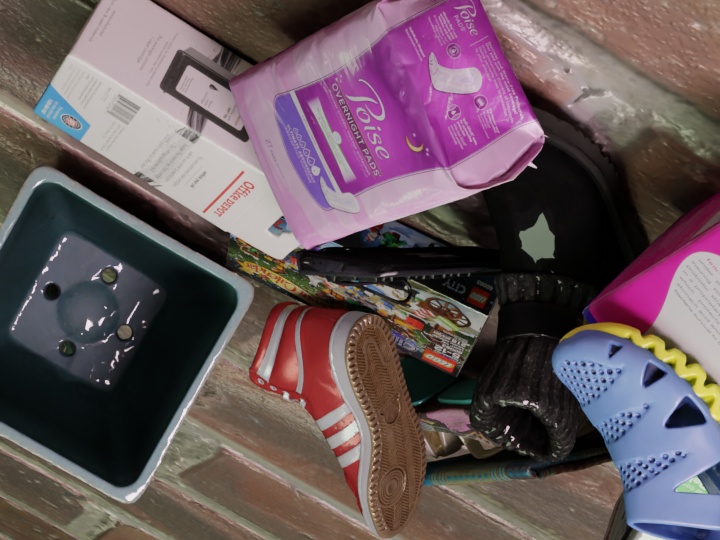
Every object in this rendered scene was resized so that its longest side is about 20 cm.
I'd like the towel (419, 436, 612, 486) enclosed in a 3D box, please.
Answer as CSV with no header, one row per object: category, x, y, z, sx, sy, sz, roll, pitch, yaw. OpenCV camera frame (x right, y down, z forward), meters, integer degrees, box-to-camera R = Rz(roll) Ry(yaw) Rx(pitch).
towel,0.129,0.152,1.516,0.146,0.022,0.200,-9,178,-32

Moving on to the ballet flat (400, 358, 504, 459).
ballet flat,0.075,0.113,1.501,0.200,0.069,0.071,2,119,60

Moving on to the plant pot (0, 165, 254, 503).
plant pot,-0.222,0.043,1.563,0.195,0.197,0.200,30,179,-9

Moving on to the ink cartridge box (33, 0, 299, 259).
ink cartridge box,-0.108,-0.097,1.292,0.199,0.068,0.116,32,157,-11

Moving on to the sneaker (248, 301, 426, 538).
sneaker,-0.019,0.110,1.485,0.112,0.071,0.201,13,127,37

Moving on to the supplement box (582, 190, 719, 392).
supplement box,0.226,0.006,1.076,0.101,0.103,0.200,49,157,0

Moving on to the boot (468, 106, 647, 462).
boot,0.102,0.010,1.171,0.079,0.158,0.211,12,154,39

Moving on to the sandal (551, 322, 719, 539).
sandal,0.179,0.115,1.091,0.200,0.087,0.080,46,157,8

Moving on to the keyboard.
keyboard,0.038,0.006,1.259,0.104,0.040,0.199,9,-174,38

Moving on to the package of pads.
package of pads,0.009,-0.089,1.124,0.200,0.075,0.121,-16,102,58

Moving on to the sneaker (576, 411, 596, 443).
sneaker,0.153,0.069,1.395,0.085,0.073,0.200,57,175,19

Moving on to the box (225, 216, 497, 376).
box,0.000,0.000,1.420,0.199,0.038,0.137,25,157,3

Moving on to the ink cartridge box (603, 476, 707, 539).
ink cartridge box,0.225,0.150,1.259,0.083,0.147,0.201,26,126,3

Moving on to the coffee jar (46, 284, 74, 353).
coffee jar,-0.328,0.052,1.824,0.104,0.086,0.200,21,157,13
